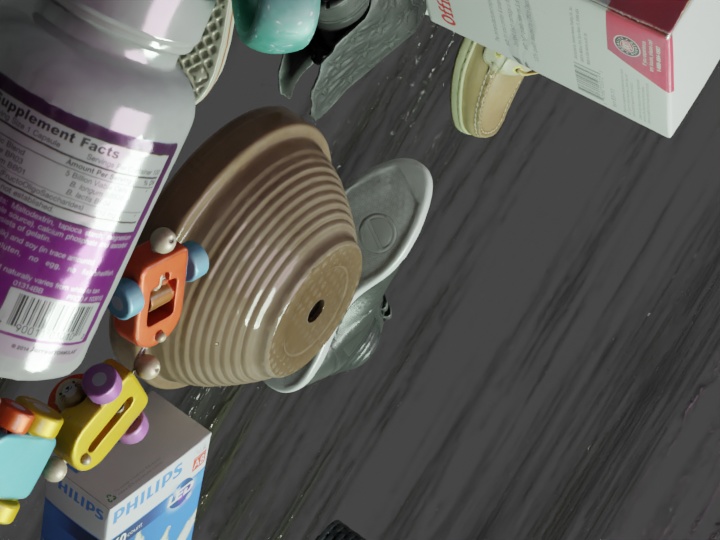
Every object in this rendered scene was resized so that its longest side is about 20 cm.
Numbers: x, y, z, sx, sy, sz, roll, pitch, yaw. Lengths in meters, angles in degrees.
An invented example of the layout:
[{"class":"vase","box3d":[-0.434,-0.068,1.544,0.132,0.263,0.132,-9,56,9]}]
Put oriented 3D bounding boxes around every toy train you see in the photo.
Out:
[{"class":"toy train","box3d":[-0.175,0.056,1.024,0.200,0.055,0.151,-35,144,-41]}]

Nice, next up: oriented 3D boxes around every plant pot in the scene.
[{"class":"plant pot","box3d":[-0.063,0.003,1.151,0.201,0.092,0.201,-48,158,-26]}]

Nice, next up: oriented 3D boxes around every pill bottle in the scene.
[{"class":"pill bottle","box3d":[-0.146,-0.058,0.845,0.201,0.112,0.112,-63,159,14]}]

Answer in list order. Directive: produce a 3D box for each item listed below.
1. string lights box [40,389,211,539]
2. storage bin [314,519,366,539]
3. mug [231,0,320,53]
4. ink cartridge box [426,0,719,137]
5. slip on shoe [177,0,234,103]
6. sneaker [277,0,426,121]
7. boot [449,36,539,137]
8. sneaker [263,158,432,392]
[{"class":"string lights box","box3d":[-0.168,0.190,1.222,0.103,0.059,0.201,-36,150,-43]},{"class":"storage bin","box3d":[-0.040,0.357,1.711,0.200,0.093,0.135,-51,159,-16]},{"class":"mug","box3d":[-0.042,-0.213,0.810,0.185,0.152,0.114,-52,-156,2]},{"class":"ink cartridge box","box3d":[0.137,-0.191,1.178,0.083,0.199,0.147,-56,160,-13]},{"class":"slip on shoe","box3d":[-0.075,-0.181,0.912,0.061,0.074,0.201,-97,-154,-70]},{"class":"sneaker","box3d":[0.017,-0.192,1.107,0.200,0.060,0.104,-49,157,-9]},{"class":"boot","box3d":[0.159,-0.162,1.330,0.072,0.154,0.201,-27,144,-54]},{"class":"sneaker","box3d":[0.000,0.000,1.330,0.201,0.071,0.099,-57,162,16]}]
